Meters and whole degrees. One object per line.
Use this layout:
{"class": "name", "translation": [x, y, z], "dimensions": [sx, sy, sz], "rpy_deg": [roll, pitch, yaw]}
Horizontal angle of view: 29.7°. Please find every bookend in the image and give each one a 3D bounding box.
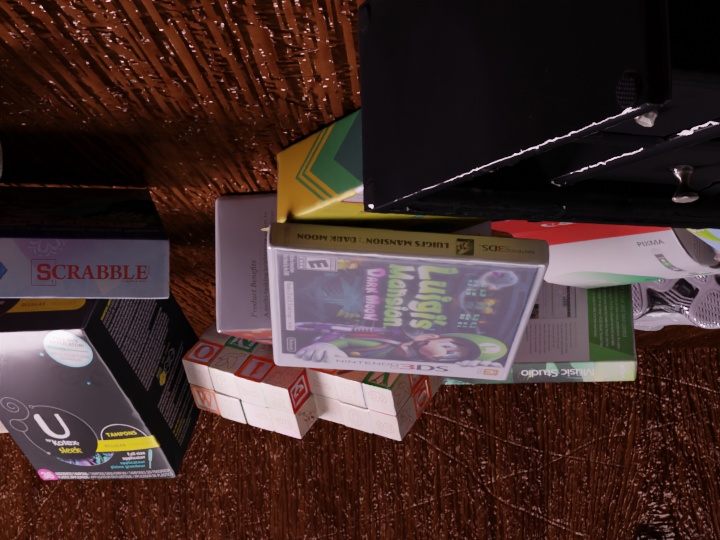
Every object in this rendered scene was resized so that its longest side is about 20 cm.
{"class": "bookend", "translation": [0.128, -0.079, 0.531], "dimensions": [0.198, 0.093, 0.198], "rpy_deg": [1, 172, -26]}

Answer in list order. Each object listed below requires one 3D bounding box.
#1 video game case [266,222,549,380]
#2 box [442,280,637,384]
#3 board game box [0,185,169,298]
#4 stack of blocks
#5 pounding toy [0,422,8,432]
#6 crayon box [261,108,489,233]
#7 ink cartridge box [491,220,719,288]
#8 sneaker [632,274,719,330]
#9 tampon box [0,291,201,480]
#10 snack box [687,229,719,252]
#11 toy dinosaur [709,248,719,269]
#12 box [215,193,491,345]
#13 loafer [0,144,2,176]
{"class": "video game case", "translation": [0.027, 0.027, 0.945], "dimensions": [0.180, 0.024, 0.200], "rpy_deg": [3, 153, -1]}
{"class": "box", "translation": [0.171, 0.044, 1.343], "dimensions": [0.198, 0.145, 0.037], "rpy_deg": [-3, 139, 11]}
{"class": "board game box", "translation": [-0.232, -0.022, 0.900], "dimensions": [0.198, 0.042, 0.199], "rpy_deg": [1, -168, -14]}
{"class": "stack of blocks", "translation": [-0.040, 0.085, 1.184], "dimensions": [0.198, 0.059, 0.115], "rpy_deg": [12, -137, 29]}
{"class": "pounding toy", "translation": [-0.337, 0.067, 1.377], "dimensions": [0.141, 0.186, 0.199], "rpy_deg": [-11, 179, -31]}
{"class": "crayon box", "translation": [0.028, -0.058, 0.850], "dimensions": [0.126, 0.051, 0.200], "rpy_deg": [3, 171, -26]}
{"class": "ink cartridge box", "translation": [0.219, -0.019, 1.211], "dimensions": [0.160, 0.051, 0.199], "rpy_deg": [-7, 173, 40]}
{"class": "sneaker", "translation": [0.354, 0.028, 1.507], "dimensions": [0.198, 0.076, 0.115], "rpy_deg": [3, 175, 15]}
{"class": "tampon box", "translation": [-0.245, 0.076, 1.208], "dimensions": [0.148, 0.127, 0.201], "rpy_deg": [-5, 134, 22]}
{"class": "snack box", "translation": [0.293, -0.029, 0.771], "dimensions": [0.168, 0.068, 0.200], "rpy_deg": [33, 168, -6]}
{"class": "toy dinosaur", "translation": [0.359, 0.005, 1.199], "dimensions": [0.101, 0.078, 0.201], "rpy_deg": [-5, 148, 13]}
{"class": "box", "translation": [0.000, 0.000, 1.086], "dimensions": [0.198, 0.108, 0.152], "rpy_deg": [-3, 173, 13]}
{"class": "loafer", "translation": [-0.234, -0.060, 0.760], "dimensions": [0.069, 0.071, 0.199], "rpy_deg": [-1, -178, -33]}
